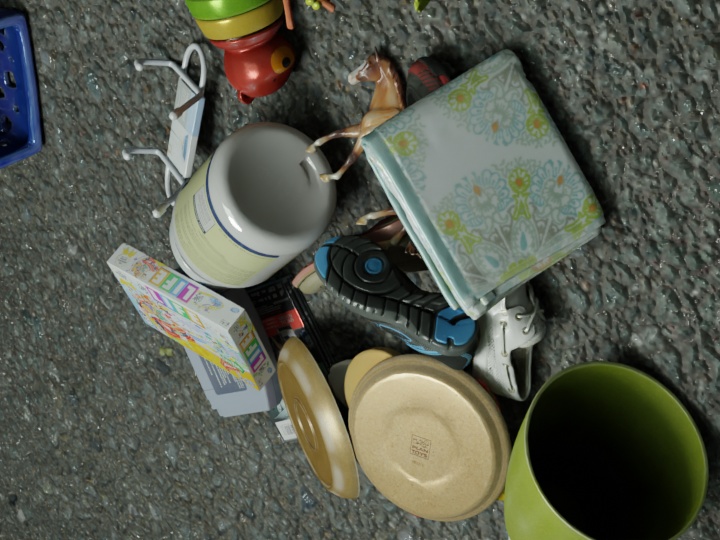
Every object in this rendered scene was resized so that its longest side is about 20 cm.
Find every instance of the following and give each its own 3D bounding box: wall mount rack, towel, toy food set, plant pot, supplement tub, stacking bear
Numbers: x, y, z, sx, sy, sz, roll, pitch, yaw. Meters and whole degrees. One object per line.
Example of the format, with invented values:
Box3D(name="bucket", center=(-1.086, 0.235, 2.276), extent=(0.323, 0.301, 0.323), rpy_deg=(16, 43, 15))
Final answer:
Box3D(name="wall mount rack", center=(-0.220, -0.155, 1.516), extent=(0.174, 0.074, 0.202), rpy_deg=(48, 132, 51))
Box3D(name="towel", center=(0.117, -0.079, 1.238), extent=(0.202, 0.170, 0.048), rpy_deg=(59, 168, -4))
Box3D(name="toy food set", center=(0.072, 0.180, 1.416), extent=(0.198, 0.049, 0.201), rpy_deg=(0, 109, 28))
Box3D(name="plant pot", center=(-0.555, -0.241, 1.737), extent=(0.179, 0.199, 0.202), rpy_deg=(27, 130, 36))
Box3D(name="supplement tub", center=(-0.125, -0.064, 1.462), extent=(0.146, 0.144, 0.200), rpy_deg=(57, 150, 0))
Box3D(name="plant pot", center=(-0.054, 0.175, 1.535), extent=(0.201, 0.027, 0.201), rpy_deg=(90, 154, -55))
Box3D(name="stacking bear", center=(-0.125, -0.278, 1.386), extent=(0.113, 0.121, 0.202), rpy_deg=(6, 125, 38))
Box3D(name="plant pot", center=(0.219, 0.218, 1.320), extent=(0.187, 0.187, 0.201), rpy_deg=(45, 150, 12))

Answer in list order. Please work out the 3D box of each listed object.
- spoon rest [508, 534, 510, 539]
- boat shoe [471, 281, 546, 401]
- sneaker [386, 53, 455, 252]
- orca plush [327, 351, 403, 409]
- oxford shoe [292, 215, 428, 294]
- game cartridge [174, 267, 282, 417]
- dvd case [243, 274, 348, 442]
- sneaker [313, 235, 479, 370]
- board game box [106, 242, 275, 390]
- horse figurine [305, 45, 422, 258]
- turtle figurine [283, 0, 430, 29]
Box3D(name="spoon rest", center=(0.125, 0.237, 1.496), extent=(0.199, 0.060, 0.101), rpy_deg=(35, 133, 41))
Box3D(name="boat shoe", center=(0.159, 0.049, 1.340), extent=(0.069, 0.071, 0.202), rpy_deg=(25, 137, 29))
Box3D(name="sneaker", center=(0.067, -0.107, 1.288), extent=(0.071, 0.097, 0.203), rpy_deg=(173, 85, -75))
Box3D(name="orca plush", center=(0.063, 0.144, 1.494), extent=(0.197, 0.071, 0.107), rpy_deg=(3, 91, 25))
Box3D(name="oxford shoe", center=(0.000, 0.000, 1.454), extent=(0.199, 0.071, 0.074), rpy_deg=(-24, 99, 47))
Box3D(name="game cartridge", center=(-0.172, 0.085, 1.655), extent=(0.132, 0.041, 0.202), rpy_deg=(-14, 102, 42))
Box3D(name="dvd case", center=(-0.091, 0.113, 1.637), extent=(0.145, 0.022, 0.202), rpy_deg=(-20, 98, 47))
Box3D(name="sneaker", center=(0.033, 0.038, 1.357), extent=(0.199, 0.073, 0.082), rpy_deg=(35, 161, 23))
Box3D(name="board game box", center=(-0.201, 0.055, 1.575), extent=(0.199, 0.034, 0.135), rpy_deg=(27, 155, 30))
Box3D(name="horse figurine", center=(0.031, -0.110, 1.356), extent=(0.132, 0.050, 0.201), rpy_deg=(-40, 78, 13))
Box3D(name="turtle figurine", center=(0.001, -0.310, 1.279), extent=(0.160, 0.064, 0.202), rpy_deg=(27, 121, 19))
